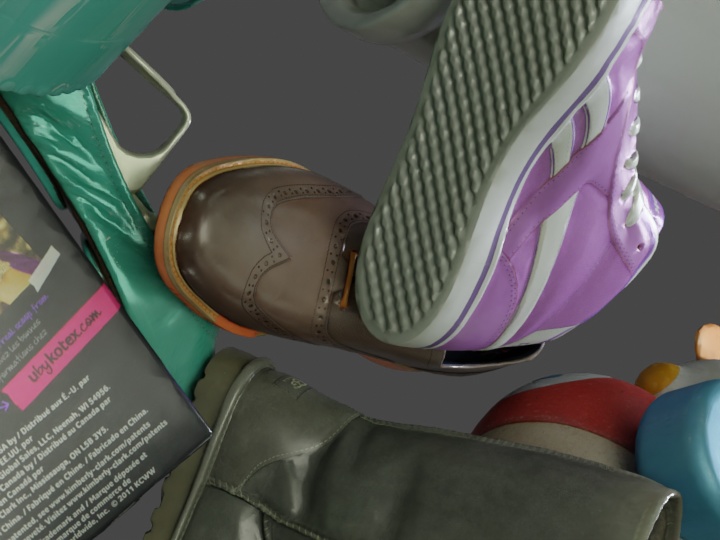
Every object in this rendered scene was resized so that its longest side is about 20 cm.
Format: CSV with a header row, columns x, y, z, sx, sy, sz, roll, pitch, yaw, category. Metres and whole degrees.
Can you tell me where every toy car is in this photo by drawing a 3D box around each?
x,y,z,sx,sy,sz,roll,pitch,yaw,category
0.133,0.086,1.088,0.177,0.184,0.200,54,42,-19,toy car

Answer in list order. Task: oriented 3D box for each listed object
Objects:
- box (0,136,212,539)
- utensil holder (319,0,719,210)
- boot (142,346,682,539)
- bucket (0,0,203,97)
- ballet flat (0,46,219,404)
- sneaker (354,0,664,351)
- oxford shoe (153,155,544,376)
x,y,z,sx,sy,sz,roll,pitch,yaw,category
-0.166,0.012,0.948,0.106,0.122,0.201,-39,106,-17,box
0.109,-0.133,1.044,0.199,0.170,0.171,26,82,-24,utensil holder
0.011,0.135,0.990,0.199,0.073,0.183,21,105,16,boot
-0.121,-0.171,0.900,0.206,0.208,0.135,32,117,-22,bucket
-0.090,-0.030,1.007,0.070,0.067,0.201,-27,103,2,ballet flat
0.082,-0.059,0.961,0.114,0.073,0.201,6,122,-41,sneaker
0.000,0.000,1.011,0.199,0.073,0.072,16,87,-50,oxford shoe
